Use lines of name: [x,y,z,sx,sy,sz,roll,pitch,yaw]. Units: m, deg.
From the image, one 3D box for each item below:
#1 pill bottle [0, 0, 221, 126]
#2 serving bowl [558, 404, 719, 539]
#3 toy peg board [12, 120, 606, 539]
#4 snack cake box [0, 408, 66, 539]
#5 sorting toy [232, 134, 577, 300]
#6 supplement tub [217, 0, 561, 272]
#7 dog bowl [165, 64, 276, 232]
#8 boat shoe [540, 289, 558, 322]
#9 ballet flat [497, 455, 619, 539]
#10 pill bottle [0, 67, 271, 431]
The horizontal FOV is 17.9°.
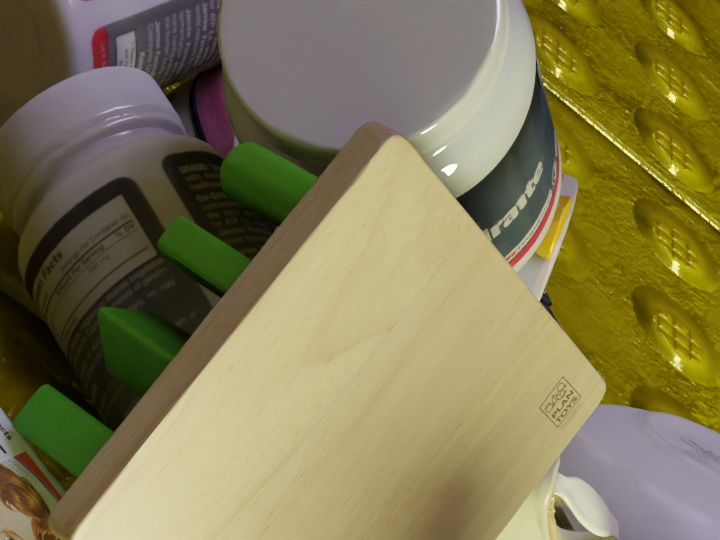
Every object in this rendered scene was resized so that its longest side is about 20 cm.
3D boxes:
pill bottle: [-0.116,-0.154,1.224,0.199,0.114,0.114,-28,74,-41]
serving bowl: [0.185,0.129,1.297,0.199,0.066,0.200,23,14,-6]
toy peg board: [-0.028,0.058,0.955,0.098,0.200,0.199,31,-12,45]
snack cake box: [-0.166,0.118,0.898,0.200,0.067,0.115,50,26,9]
sorting toy: [0.000,0.000,1.180,0.179,0.201,0.107,22,-10,0]
supplement tub: [0.016,-0.073,1.048,0.141,0.140,0.200,57,-2,22]
dog bowl: [-0.034,-0.042,1.295,0.200,0.074,0.201,33,29,-21]
boat shoe: [0.079,0.008,1.402,0.200,0.057,0.069,48,27,4]
ballet flat: [0.104,0.148,1.151,0.200,0.069,0.070,59,10,-46]
pill bottle: [-0.091,0.011,1.082,0.114,0.114,0.201,1,51,-54]
